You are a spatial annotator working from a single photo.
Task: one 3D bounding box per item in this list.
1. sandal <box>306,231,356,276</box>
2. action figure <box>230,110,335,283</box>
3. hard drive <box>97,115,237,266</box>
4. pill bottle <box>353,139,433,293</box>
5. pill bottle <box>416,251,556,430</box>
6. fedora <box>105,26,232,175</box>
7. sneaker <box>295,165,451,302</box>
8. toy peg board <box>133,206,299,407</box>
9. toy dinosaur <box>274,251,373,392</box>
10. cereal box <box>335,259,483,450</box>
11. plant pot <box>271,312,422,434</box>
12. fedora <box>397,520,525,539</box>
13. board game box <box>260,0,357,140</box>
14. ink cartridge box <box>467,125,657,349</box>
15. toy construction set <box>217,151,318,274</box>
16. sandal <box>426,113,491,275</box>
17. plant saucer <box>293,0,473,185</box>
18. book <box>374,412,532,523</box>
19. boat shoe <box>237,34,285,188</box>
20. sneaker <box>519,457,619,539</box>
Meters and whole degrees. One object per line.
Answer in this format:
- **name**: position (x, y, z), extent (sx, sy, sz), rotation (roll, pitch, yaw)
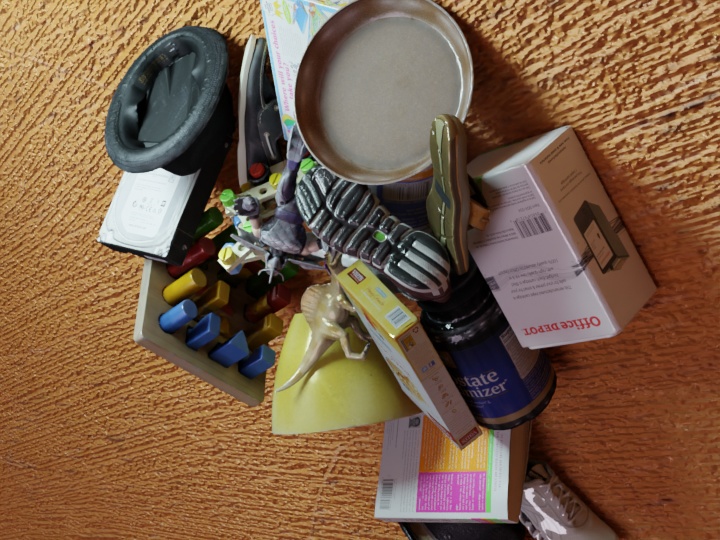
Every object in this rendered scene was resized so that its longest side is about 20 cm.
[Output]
- **sandal**: position (-0.004, 0.000, 1.716), extent (0.201, 0.082, 0.050), rotation (21, 105, 33)
- **action figure**: position (-0.074, -0.077, 1.580), extent (0.129, 0.069, 0.202), rotation (16, 108, -12)
- **hard drive**: position (-0.242, -0.113, 1.790), extent (0.139, 0.202, 0.038), rotation (13, 166, 41)
- **pill bottle**: position (0.042, -0.075, 1.574), extent (0.111, 0.112, 0.201), rotation (30, 141, 26)
- **pill bottle**: position (0.133, 0.072, 1.585), extent (0.111, 0.112, 0.201), rotation (6, 138, 45)
- **fedora**: position (-0.211, -0.188, 1.705), extent (0.199, 0.202, 0.091), rotation (12, 161, 41)
- **sneaker**: position (0.018, -0.024, 1.502), extent (0.200, 0.076, 0.116), rotation (40, 173, 25)
- **toy peg board**: position (-0.170, 0.032, 1.804), extent (0.199, 0.201, 0.097), rotation (32, 132, -32)
- **toy dinosaur**: position (-0.029, 0.064, 1.686), extent (0.100, 0.058, 0.202), rotation (23, 110, 12)
- **cereal box**: position (0.055, 0.096, 1.592), extent (0.144, 0.039, 0.201), rotation (44, 167, 51)
- **plant pot**: position (-0.023, 0.117, 1.786), extent (0.199, 0.198, 0.144), rotation (-8, 90, 51)
- **fedora**: position (0.141, 0.319, 1.831), extent (0.200, 0.200, 0.092), rotation (42, 112, 10)
- **board game box**: position (-0.041, -0.221, 1.596), extent (0.133, 0.034, 0.202), rotation (22, 137, 33)
- **ink cartridge box**: position (0.192, -0.030, 1.473), extent (0.145, 0.084, 0.201), rotation (-13, 111, 52)
- **toy construction set**: position (-0.079, -0.072, 1.676), extent (0.093, 0.197, 0.132), rotation (81, 174, -51)
- **sandal**: position (0.102, -0.073, 1.412), extent (0.201, 0.053, 0.081), rotation (87, 163, -45)
- **plant saucer**: position (0.026, -0.184, 1.464), extent (0.199, 0.202, 0.032), rotation (30, -175, 25)
- **book**: position (0.109, 0.240, 1.749), extent (0.198, 0.135, 0.048), rotation (-6, 158, 38)
- **boat shoe**: position (-0.114, -0.189, 1.698), extent (0.067, 0.072, 0.202), rotation (2, 126, 0)
- **sneaker**: position (0.231, 0.285, 1.746), extent (0.199, 0.075, 0.082), rotation (32, 133, 23)
